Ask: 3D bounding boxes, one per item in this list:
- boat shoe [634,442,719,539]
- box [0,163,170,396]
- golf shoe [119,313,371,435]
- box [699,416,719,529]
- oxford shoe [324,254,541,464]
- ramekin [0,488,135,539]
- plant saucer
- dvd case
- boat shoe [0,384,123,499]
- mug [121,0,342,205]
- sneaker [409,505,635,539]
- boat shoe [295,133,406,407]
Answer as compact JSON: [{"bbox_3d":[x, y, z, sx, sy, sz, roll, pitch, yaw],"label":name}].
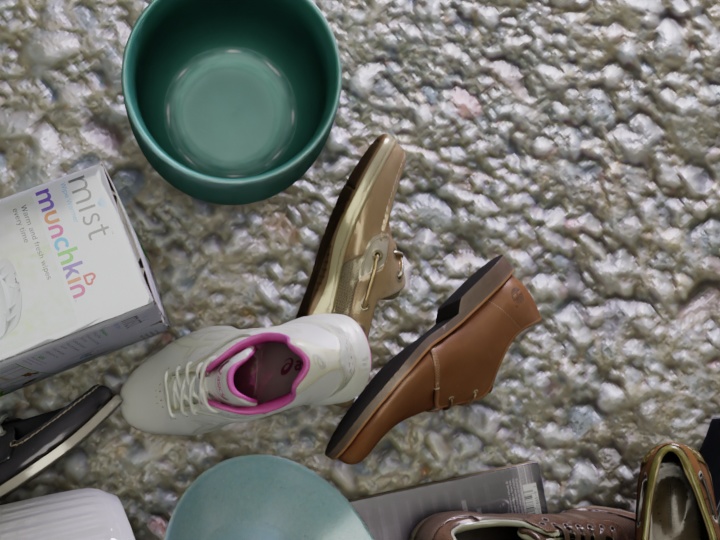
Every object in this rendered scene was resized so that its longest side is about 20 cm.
[{"bbox_3d":[0.215,0.219,0.771,0.071,0.068,0.203,-10,70,16],"label":"boat shoe"},{"bbox_3d":[-0.222,0.023,0.741,0.175,0.200,0.098,-22,86,-9],"label":"box"},{"bbox_3d":[-0.094,0.072,0.778,0.198,0.091,0.076,-16,84,23],"label":"golf shoe"},{"bbox_3d":[0.304,0.229,0.844,0.140,0.079,0.202,24,80,0],"label":"box"},{"bbox_3d":[0.058,0.080,0.838,0.200,0.071,0.071,-42,95,-11],"label":"oxford shoe"},{"bbox_3d":[-0.184,0.238,0.725,0.104,0.200,0.203,-15,85,-18],"label":"ramekin"},{"bbox_3d":[-0.059,0.225,0.762,0.200,0.039,0.203,27,47,-32],"label":"plant saucer"},{"bbox_3d":[0.052,0.235,0.842,0.197,0.016,0.151,-10,85,-9],"label":"dvd case"},{"bbox_3d":[-0.260,0.130,0.788,0.199,0.073,0.063,-34,89,-5],"label":"boat shoe"},{"bbox_3d":[-0.080,-0.134,0.823,0.184,0.114,0.153,-35,88,-11],"label":"mug"},{"bbox_3d":[0.136,0.207,0.810,0.197,0.076,0.071,1,83,-10],"label":"sneaker"},{"bbox_3d":[0.000,0.000,0.843,0.064,0.071,0.202,20,91,-9],"label":"boat shoe"}]
